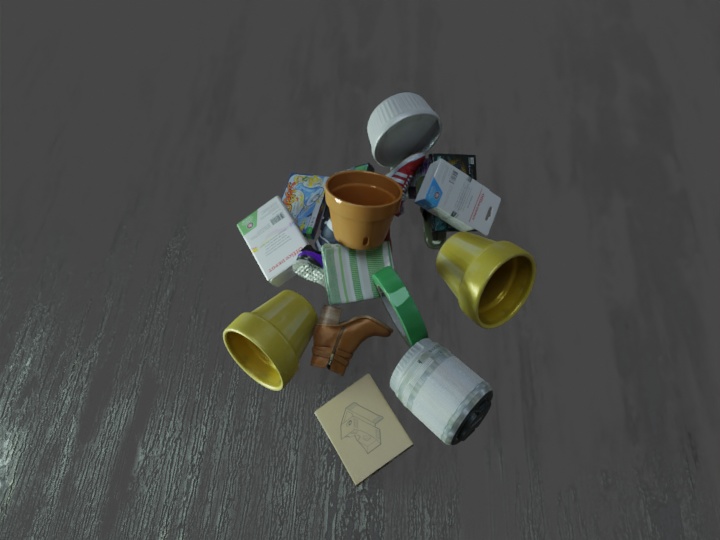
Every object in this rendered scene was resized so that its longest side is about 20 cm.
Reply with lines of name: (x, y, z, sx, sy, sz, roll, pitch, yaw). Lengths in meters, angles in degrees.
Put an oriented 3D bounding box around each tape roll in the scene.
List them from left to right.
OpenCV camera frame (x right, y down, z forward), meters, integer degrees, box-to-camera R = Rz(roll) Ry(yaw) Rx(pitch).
tape roll: (0.095, 0.089, 1.320, 0.047, 0.202, 0.202, -27, 59, -6)

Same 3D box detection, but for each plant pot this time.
plant pot: (-0.208, 0.158, 1.363, 0.198, 0.203, 0.189, 25, 53, 23)
plant pot: (0.003, -0.149, 1.394, 0.195, 0.143, 0.202, 5, 35, -3)
plant pot: (0.291, 0.005, 1.332, 0.200, 0.202, 0.189, -38, 44, -10)

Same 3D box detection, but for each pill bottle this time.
pill bottle: (0.184, -0.258, 1.544, 0.195, 0.113, 0.115, 3, 62, 14)

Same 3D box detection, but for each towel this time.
towel: (0.000, 0.000, 1.409, 0.196, 0.023, 0.157, -6, 80, -27)

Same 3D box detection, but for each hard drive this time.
hard drive: (-0.036, -0.206, 1.579, 0.137, 0.038, 0.204, -10, 57, 35)

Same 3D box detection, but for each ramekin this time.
ramekin: (0.108, -0.372, 1.436, 0.198, 0.203, 0.096, -23, 66, -2)

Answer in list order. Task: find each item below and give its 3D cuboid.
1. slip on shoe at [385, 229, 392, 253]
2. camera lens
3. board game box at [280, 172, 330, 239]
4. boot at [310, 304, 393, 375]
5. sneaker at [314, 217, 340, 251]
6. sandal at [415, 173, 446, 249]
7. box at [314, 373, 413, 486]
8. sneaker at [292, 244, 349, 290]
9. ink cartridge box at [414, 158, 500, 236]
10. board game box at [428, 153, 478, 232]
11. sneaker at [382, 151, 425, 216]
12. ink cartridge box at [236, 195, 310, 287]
slip on shoe: (0.051, -0.122, 1.517, 0.072, 0.062, 0.204, 4, 57, -18)
camera lens: (0.183, 0.271, 1.224, 0.199, 0.161, 0.160, 38, 74, 27)
board game box: (-0.174, -0.194, 1.631, 0.132, 0.035, 0.204, 8, 64, 16)
boot: (-0.024, 0.185, 1.367, 0.195, 0.077, 0.159, 15, 79, -10)
sneaker: (-0.038, -0.040, 1.499, 0.200, 0.070, 0.109, 43, 107, 4)
sandal: (0.195, -0.160, 1.471, 0.078, 0.057, 0.206, -10, 90, 15)
box: (0.006, 0.371, 1.288, 0.162, 0.021, 0.201, -33, 61, -7)
sneaker: (-0.077, -0.004, 1.441, 0.198, 0.069, 0.101, 32, 48, -19)
ink cartridge box: (0.249, -0.178, 1.396, 0.197, 0.066, 0.118, 29, 77, -17)
board game box: (0.246, -0.204, 1.447, 0.132, 0.028, 0.206, -1, 88, -20)
sneaker: (0.113, -0.220, 1.469, 0.198, 0.071, 0.114, -36, 80, 16)
ink cartridge box: (-0.230, -0.079, 1.525, 0.143, 0.084, 0.202, -34, 70, 1)
